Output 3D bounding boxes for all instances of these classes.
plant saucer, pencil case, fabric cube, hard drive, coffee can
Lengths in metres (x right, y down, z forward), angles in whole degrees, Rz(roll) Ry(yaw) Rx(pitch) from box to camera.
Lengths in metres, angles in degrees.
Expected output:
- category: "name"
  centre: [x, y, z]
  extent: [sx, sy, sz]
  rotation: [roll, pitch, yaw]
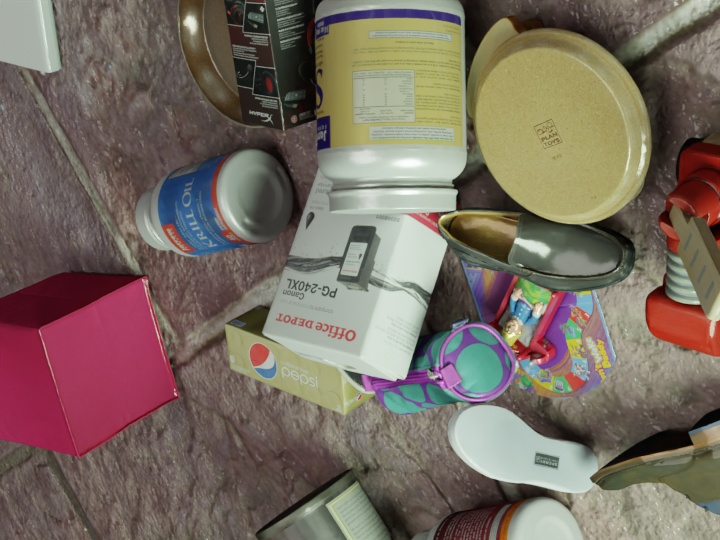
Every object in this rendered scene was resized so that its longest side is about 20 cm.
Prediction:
- category: "plant saucer"
  centre: [-0.130, -0.264, 1.396]
  extent: [0.199, 0.034, 0.202]
  rotation: [22, 125, 36]
- category: "pencil case"
  centre: [0.080, 0.106, 1.306]
  extent: [0.200, 0.092, 0.086]
  rotation: [-26, 77, 66]
- category: "fabric cube"
  centre: [-0.410, 0.125, 1.748]
  extent: [0.198, 0.200, 0.198]
  rotation: [2, 111, 41]
- category: "hard drive"
  centre: [-0.467, -0.378, 1.665]
  extent: [0.131, 0.026, 0.201]
  rotation: [18, 123, 37]
- category: "coffee can"
  centre: [-0.018, 0.373, 1.537]
  extent: [0.201, 0.146, 0.146]
  rotation: [56, 137, 5]

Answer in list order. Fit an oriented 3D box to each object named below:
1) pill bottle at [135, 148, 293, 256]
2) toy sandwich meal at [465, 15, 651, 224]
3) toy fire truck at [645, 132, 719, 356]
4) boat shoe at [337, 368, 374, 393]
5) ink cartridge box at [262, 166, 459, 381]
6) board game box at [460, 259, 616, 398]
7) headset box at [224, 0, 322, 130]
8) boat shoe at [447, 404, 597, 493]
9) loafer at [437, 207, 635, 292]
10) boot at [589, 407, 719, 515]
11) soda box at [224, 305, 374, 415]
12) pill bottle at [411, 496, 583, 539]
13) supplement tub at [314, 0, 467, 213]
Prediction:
- category: "pill bottle"
  centre: [-0.183, -0.076, 1.488]
  extent: [0.199, 0.112, 0.113]
  rotation: [-11, 103, 46]
- category: "toy sandwich meal"
  centre: [0.186, -0.140, 1.137]
  extent: [0.204, 0.070, 0.206]
  rotation: [21, 126, 32]
- category: "toy fire truck"
  centre: [0.286, 0.000, 1.010]
  extent: [0.128, 0.200, 0.177]
  rotation: [19, 123, 37]
- category: "boat shoe"
  centre: [-0.008, 0.043, 1.414]
  extent: [0.060, 0.074, 0.201]
  rotation: [-21, 87, 52]
- category: "ink cartridge box"
  centre: [0.000, 0.000, 1.294]
  extent: [0.145, 0.083, 0.201]
  rotation: [10, 77, 39]
- category: "board game box"
  centre: [0.171, 0.047, 1.262]
  extent: [0.157, 0.039, 0.201]
  rotation: [-8, 105, 46]
- category: "headset box"
  centre: [-0.056, -0.260, 1.238]
  extent: [0.075, 0.148, 0.201]
  rotation: [17, 122, 46]
- category: "boat shoe"
  centre: [0.156, 0.183, 1.263]
  extent: [0.066, 0.199, 0.070]
  rotation: [-3, 73, 55]
- category: "loafer"
  centre: [0.165, -0.023, 1.189]
  extent: [0.199, 0.072, 0.073]
  rotation: [7, 84, 33]
- category: "boot"
  centre: [0.313, 0.203, 1.184]
  extent: [0.200, 0.075, 0.097]
  rotation: [-34, 83, 46]
- category: "soda box"
  centre: [-0.074, 0.108, 1.514]
  extent: [0.199, 0.064, 0.068]
  rotation: [18, 122, 38]
- category: "pill bottle"
  centre: [0.145, 0.322, 1.378]
  extent: [0.199, 0.113, 0.114]
  rotation: [-23, 94, 47]
- category: "supplement tub"
  centre: [0.029, -0.157, 1.171]
  extent: [0.145, 0.145, 0.202]
  rotation: [0, 90, 44]
